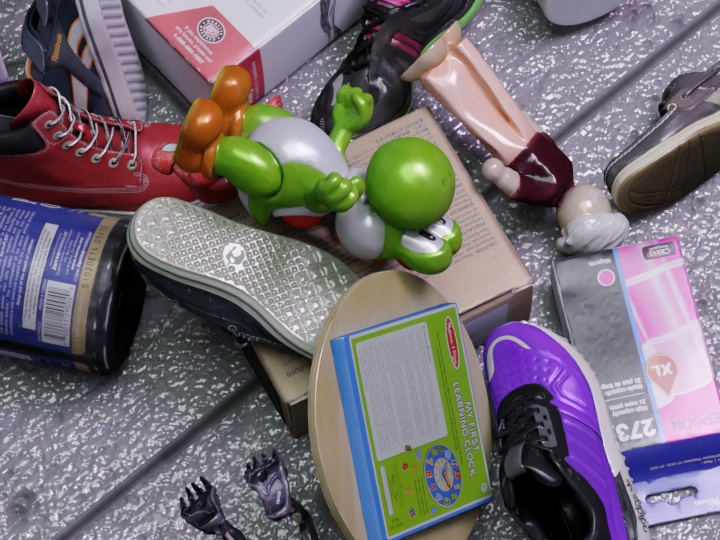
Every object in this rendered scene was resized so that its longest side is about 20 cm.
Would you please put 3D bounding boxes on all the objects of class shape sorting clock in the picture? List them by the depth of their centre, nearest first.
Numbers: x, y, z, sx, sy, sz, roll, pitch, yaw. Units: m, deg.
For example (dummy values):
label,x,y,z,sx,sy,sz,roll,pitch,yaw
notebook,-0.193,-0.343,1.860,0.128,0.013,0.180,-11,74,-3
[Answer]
label,x,y,z,sx,sy,sz,roll,pitch,yaw
shape sorting clock,0.027,0.101,1.623,0.039,0.200,0.201,-8,57,40

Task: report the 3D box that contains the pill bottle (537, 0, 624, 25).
label,x,y,z,sx,sy,sz,roll,pitch,yaw
pill bottle,0.137,-0.291,1.860,0.112,0.113,0.201,-21,65,-8

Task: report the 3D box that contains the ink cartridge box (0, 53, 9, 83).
label,x,y,z,sx,sy,sz,roll,pitch,yaw
ink cartridge box,-0.330,-0.166,1.769,0.128,0.200,0.126,-19,65,-7

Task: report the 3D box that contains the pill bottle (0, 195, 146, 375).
label,x,y,z,sx,sy,sz,roll,pitch,yaw
pill bottle,-0.258,0.002,1.736,0.198,0.112,0.113,11,65,7

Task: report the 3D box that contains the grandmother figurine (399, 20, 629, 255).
label,x,y,z,sx,sy,sz,roll,pitch,yaw
grandmother figurine,0.116,-0.086,1.764,0.200,0.061,0.121,46,37,-4

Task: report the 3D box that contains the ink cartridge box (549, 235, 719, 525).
label,x,y,z,sx,sy,sz,roll,pitch,yaw
ink cartridge box,0.201,0.078,1.724,0.094,0.037,0.201,-11,69,-3

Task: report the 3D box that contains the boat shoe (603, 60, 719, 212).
label,x,y,z,sx,sy,sz,roll,pitch,yaw
boat shoe,0.251,-0.114,1.799,0.200,0.072,0.066,-32,61,-19

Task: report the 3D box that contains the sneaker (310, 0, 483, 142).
label,x,y,z,sx,sy,sz,roll,pitch,yaw
sneaker,0.018,-0.174,1.818,0.076,0.084,0.201,14,59,33

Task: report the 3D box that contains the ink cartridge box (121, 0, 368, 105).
label,x,y,z,sx,sy,sz,roll,pitch,yaw
ink cartridge box,-0.080,-0.227,1.854,0.200,0.083,0.147,-39,70,-15

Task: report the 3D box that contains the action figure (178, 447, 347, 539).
label,x,y,z,sx,sy,sz,roll,pitch,yaw
action figure,-0.028,0.205,1.629,0.118,0.200,0.102,-30,26,14

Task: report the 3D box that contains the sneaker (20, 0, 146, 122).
label,x,y,z,sx,sy,sz,roll,pitch,yaw
sneaker,-0.212,-0.181,1.776,0.079,0.201,0.079,-3,41,8

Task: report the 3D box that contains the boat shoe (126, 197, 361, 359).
label,x,y,z,sx,sy,sz,roll,pitch,yaw
boat shoe,-0.069,0.014,1.673,0.199,0.062,0.075,25,63,-3

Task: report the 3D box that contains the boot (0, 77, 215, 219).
label,x,y,z,sx,sy,sz,roll,pitch,yaw
boot,-0.184,-0.094,1.761,0.198,0.145,0.073,-5,63,-2

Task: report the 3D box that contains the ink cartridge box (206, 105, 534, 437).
label,x,y,z,sx,sy,sz,roll,pitch,yaw
ink cartridge box,0.000,0.000,1.748,0.199,0.075,0.165,-25,68,-10

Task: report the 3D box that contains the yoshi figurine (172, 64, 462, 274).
label,x,y,z,sx,sy,sz,roll,pitch,yaw
yoshi figurine,-0.016,-0.073,1.621,0.199,0.112,0.113,27,83,4

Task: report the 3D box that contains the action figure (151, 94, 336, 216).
label,x,y,z,sx,sy,sz,roll,pitch,yaw
action figure,-0.045,-0.082,1.712,0.198,0.065,0.100,10,74,6

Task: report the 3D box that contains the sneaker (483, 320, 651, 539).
label,x,y,z,sx,sy,sz,roll,pitch,yaw
sneaker,0.125,0.121,1.654,0.069,0.099,0.201,-37,66,30
